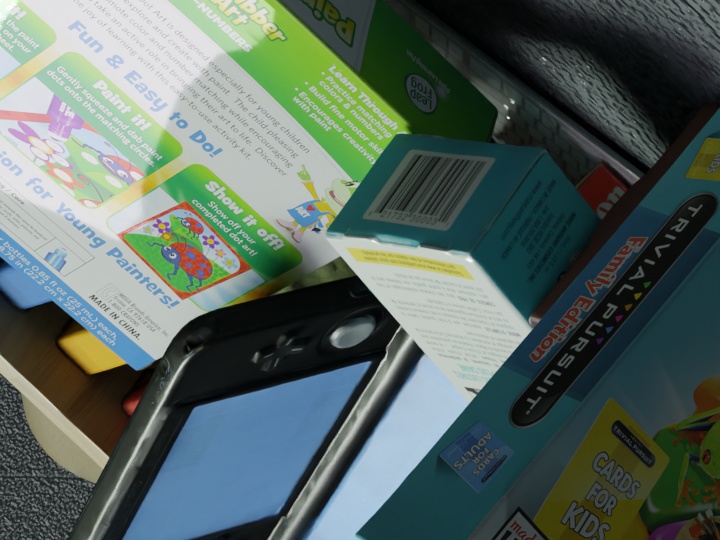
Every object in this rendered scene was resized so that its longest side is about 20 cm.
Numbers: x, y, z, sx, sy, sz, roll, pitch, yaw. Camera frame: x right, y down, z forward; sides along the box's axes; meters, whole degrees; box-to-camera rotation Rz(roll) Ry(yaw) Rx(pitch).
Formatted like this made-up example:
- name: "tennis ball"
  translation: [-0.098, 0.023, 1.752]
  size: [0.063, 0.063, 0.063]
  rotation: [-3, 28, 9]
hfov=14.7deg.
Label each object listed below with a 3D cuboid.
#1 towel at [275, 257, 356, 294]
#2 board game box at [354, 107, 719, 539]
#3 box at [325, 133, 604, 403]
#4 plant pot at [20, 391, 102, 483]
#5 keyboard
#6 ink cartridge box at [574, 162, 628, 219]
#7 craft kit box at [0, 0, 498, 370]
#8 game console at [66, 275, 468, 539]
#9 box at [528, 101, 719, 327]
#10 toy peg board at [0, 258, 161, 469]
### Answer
- name: "towel"
  translation: [0.000, 0.000, 1.181]
  size: [0.200, 0.148, 0.036]
  rotation: [43, -176, -23]
- name: "board game box"
  translation: [0.115, 0.056, 0.848]
  size: [0.151, 0.200, 0.047]
  rotation: [48, 167, -32]
- name: "box"
  translation: [0.079, 0.037, 0.986]
  size: [0.082, 0.049, 0.200]
  rotation: [10, 148, 51]
- name: "plant pot"
  translation: [-0.118, -0.014, 1.512]
  size: [0.187, 0.187, 0.201]
  rotation: [34, 153, 35]
- name: "keyboard"
  translation: [0.069, -0.054, 1.082]
  size: [0.200, 0.011, 0.056]
  rotation: [38, 169, 17]
- name: "ink cartridge box"
  translation: [0.090, 0.010, 1.091]
  size: [0.200, 0.050, 0.109]
  rotation: [44, 162, 1]
- name: "craft kit box"
  translation: [-0.087, -0.069, 1.022]
  size: [0.200, 0.049, 0.197]
  rotation: [42, 137, -22]
- name: "game console"
  translation: [-0.006, 0.101, 1.114]
  size: [0.117, 0.175, 0.200]
  rotation: [58, 141, 25]
- name: "box"
  translation: [0.157, 0.049, 0.943]
  size: [0.200, 0.100, 0.075]
  rotation: [47, 166, -30]
- name: "toy peg board"
  translation: [-0.059, -0.007, 1.263]
  size: [0.199, 0.200, 0.098]
  rotation: [45, 154, -16]
